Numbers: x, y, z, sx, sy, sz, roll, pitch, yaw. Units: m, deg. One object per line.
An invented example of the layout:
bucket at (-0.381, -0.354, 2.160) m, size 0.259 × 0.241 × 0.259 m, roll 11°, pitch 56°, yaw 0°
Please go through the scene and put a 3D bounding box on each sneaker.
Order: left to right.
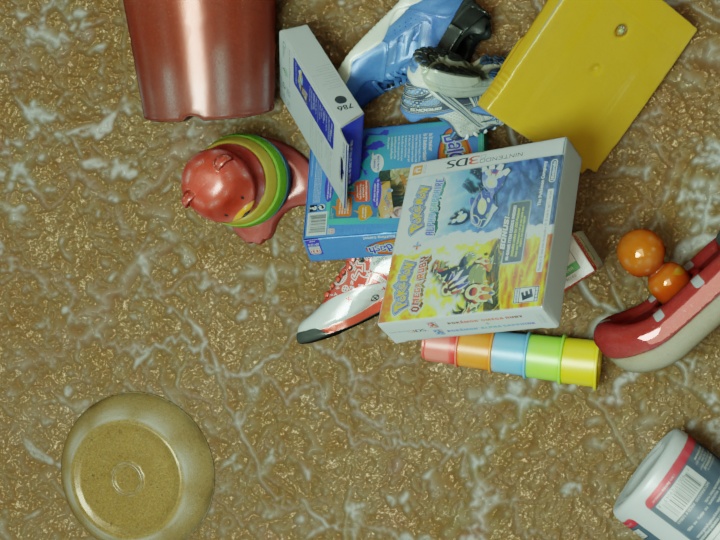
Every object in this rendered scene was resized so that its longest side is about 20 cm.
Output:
sneaker at (0.001, 0.000, 1.559) m, size 0.201 × 0.067 × 0.108 m, roll -26°, pitch 86°, yaw 11°
sneaker at (0.060, -0.227, 1.521) m, size 0.111 × 0.077 × 0.200 m, roll 44°, pitch 95°, yaw 16°
sneaker at (0.126, -0.184, 1.484) m, size 0.199 × 0.077 × 0.085 m, roll 7°, pitch 125°, yaw -29°

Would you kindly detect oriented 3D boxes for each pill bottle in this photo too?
pill bottle at (0.383, 0.274, 1.466) m, size 0.200 × 0.120 × 0.120 m, roll 38°, pitch 101°, yaw 7°

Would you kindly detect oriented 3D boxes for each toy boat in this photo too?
toy boat at (0.322, 0.011, 1.450) m, size 0.200 × 0.131 × 0.131 m, roll -44°, pitch 90°, yaw 11°

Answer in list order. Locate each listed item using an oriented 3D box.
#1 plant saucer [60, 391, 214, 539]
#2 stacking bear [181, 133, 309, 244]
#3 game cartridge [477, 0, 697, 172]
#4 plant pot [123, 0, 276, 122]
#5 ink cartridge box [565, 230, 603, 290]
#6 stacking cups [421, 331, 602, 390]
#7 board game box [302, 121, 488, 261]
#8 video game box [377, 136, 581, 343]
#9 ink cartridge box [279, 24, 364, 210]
plant saucer at (-0.276, 0.248, 1.653) m, size 0.199 × 0.035 × 0.201 m, roll 1°, pitch 94°, yaw 13°
stacking bear at (-0.136, -0.096, 1.512) m, size 0.121 × 0.200 × 0.114 m, roll -39°, pitch 86°, yaw 12°
game cartridge at (0.241, -0.218, 1.452) m, size 0.176 × 0.032 × 0.200 m, roll 28°, pitch 103°, yaw -35°
plant pot at (-0.175, -0.269, 1.523) m, size 0.200 × 0.201 × 0.196 m, roll 0°, pitch 103°, yaw 12°
ink cartridge box at (0.193, 0.008, 1.446) m, size 0.109 × 0.200 × 0.050 m, roll -33°, pitch 86°, yaw 13°
stacking cups at (0.168, 0.097, 1.533) m, size 0.199 × 0.060 × 0.061 m, roll 3°, pitch 95°, yaw 14°
board game box at (0.041, -0.090, 1.508) m, size 0.199 × 0.045 × 0.152 m, roll -4°, pitch 55°, yaw 11°
video game box at (0.119, -0.030, 1.366) m, size 0.182 × 0.047 × 0.201 m, roll -10°, pitch 54°, yaw 33°
ink cartridge box at (-0.037, -0.168, 1.491) m, size 0.039 × 0.100 × 0.200 m, roll -15°, pitch 52°, yaw -16°
